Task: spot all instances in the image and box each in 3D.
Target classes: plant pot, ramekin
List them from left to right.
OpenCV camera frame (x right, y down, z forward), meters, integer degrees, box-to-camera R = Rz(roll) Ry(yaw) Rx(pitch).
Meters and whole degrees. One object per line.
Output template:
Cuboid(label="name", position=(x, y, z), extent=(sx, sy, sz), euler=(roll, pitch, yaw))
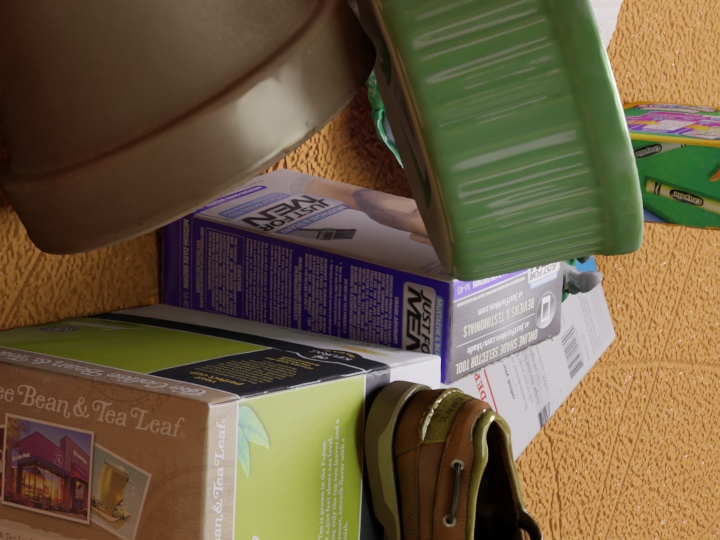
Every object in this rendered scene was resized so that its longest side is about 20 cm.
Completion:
Cuboid(label="plant pot", position=(-0.116, -0.133, 1.465), extent=(0.200, 0.200, 0.175), euler=(-44, 113, -40))
Cuboid(label="ramekin", position=(0.066, -0.091, 1.490), extent=(0.200, 0.097, 0.201), euler=(163, -90, -87))

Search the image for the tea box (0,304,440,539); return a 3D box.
Cuboid(label="tea box", position=(-0.095, 0.103, 1.509), extent=(0.197, 0.200, 0.134), euler=(-7, 103, -52))

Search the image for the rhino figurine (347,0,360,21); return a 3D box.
Cuboid(label="rhino figurine", position=(-0.053, -0.168, 1.628), extent=(0.200, 0.060, 0.088), euler=(30, 91, -53))

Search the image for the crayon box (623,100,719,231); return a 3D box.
Cuboid(label="crayon box", position=(0.231, -0.068, 1.918), extent=(0.119, 0.200, 0.058), euler=(-18, 110, -50))

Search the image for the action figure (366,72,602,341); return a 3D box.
Cuboid(label="action figure", position=(0.070, -0.064, 1.775), extent=(0.200, 0.055, 0.118), euler=(41, 41, -19))

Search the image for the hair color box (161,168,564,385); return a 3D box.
Cuboid(label="hair color box", position=(0.000, 0.000, 1.614), extent=(0.109, 0.200, 0.065), euler=(-21, 120, -50))

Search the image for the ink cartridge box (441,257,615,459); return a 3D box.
Cuboid(label="ink cartridge box", position=(0.072, 0.052, 1.838), extent=(0.200, 0.068, 0.116), euler=(-47, 131, -39))

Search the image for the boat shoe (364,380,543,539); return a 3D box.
Cuboid(label="boat shoe", position=(0.055, 0.148, 1.496), extent=(0.072, 0.068, 0.200), euler=(-52, 138, -40))

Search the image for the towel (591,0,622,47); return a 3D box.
Cuboid(label="towel", position=(0.118, -0.184, 1.845), extent=(0.200, 0.034, 0.133), euler=(-6, 123, -55))
